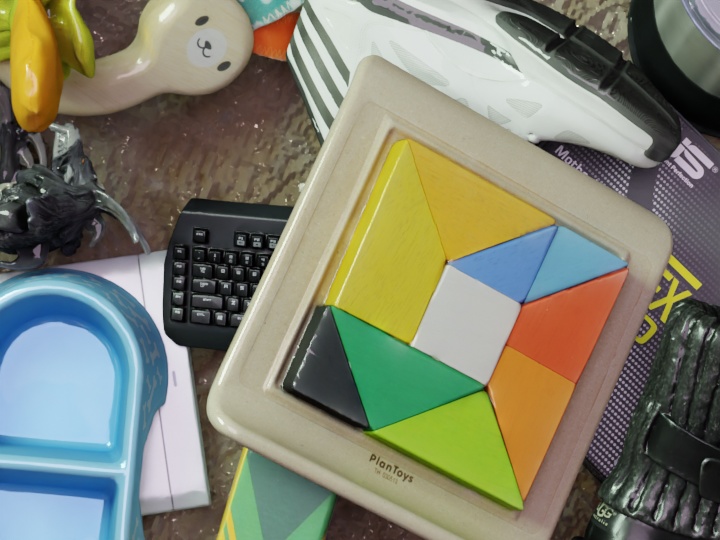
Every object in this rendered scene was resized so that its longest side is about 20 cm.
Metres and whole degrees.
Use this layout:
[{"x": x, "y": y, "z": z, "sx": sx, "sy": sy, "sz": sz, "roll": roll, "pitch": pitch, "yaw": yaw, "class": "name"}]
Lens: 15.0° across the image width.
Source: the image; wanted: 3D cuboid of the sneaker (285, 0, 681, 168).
[{"x": 0.054, "y": -0.081, "z": 1.368, "sx": 0.200, "sy": 0.076, "sz": 0.115, "roll": 31, "pitch": 111, "yaw": 6, "class": "sneaker"}]

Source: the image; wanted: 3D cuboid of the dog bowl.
[{"x": -0.156, "y": 0.097, "z": 1.352, "sx": 0.111, "sy": 0.050, "sz": 0.200, "roll": 5, "pitch": 85, "yaw": -1, "class": "dog bowl"}]

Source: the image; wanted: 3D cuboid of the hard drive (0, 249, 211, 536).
[{"x": -0.184, "y": 0.068, "z": 1.392, "sx": 0.200, "sy": 0.027, "sz": 0.132, "roll": -8, "pitch": 85, "yaw": -1, "class": "hard drive"}]

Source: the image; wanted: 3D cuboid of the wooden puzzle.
[{"x": 0.044, "y": 0.023, "z": 1.286, "sx": 0.185, "sy": 0.037, "sz": 0.200, "roll": 28, "pitch": 73, "yaw": -19, "class": "wooden puzzle"}]

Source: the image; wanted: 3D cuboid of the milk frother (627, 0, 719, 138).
[{"x": 0.155, "y": -0.163, "z": 1.339, "sx": 0.200, "sy": 0.188, "sz": 0.181, "roll": -3, "pitch": 83, "yaw": -1, "class": "milk frother"}]

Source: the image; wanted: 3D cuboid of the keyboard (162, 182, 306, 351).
[{"x": 0.000, "y": 0.000, "z": 1.347, "sx": 0.200, "sy": 0.040, "sz": 0.104, "roll": 5, "pitch": 102, "yaw": 6, "class": "keyboard"}]

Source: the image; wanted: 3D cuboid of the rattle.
[{"x": -0.083, "y": -0.114, "z": 1.318, "sx": 0.200, "sy": 0.143, "sz": 0.130, "roll": 16, "pitch": 94, "yaw": -28, "class": "rattle"}]

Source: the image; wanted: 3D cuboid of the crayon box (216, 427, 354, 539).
[{"x": -0.050, "y": 0.154, "z": 1.335, "sx": 0.051, "sy": 0.126, "sz": 0.200, "roll": 18, "pitch": 85, "yaw": 1, "class": "crayon box"}]

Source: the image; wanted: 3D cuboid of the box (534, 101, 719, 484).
[{"x": 0.146, "y": 0.019, "z": 1.392, "sx": 0.160, "sy": 0.044, "sz": 0.200, "roll": -45, "pitch": 86, "yaw": -4, "class": "box"}]

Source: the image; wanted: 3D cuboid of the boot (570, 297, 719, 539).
[{"x": 0.210, "y": 0.117, "z": 1.327, "sx": 0.211, "sy": 0.079, "sz": 0.158, "roll": 24, "pitch": 95, "yaw": -25, "class": "boot"}]

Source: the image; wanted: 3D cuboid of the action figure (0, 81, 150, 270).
[{"x": -0.202, "y": -0.054, "z": 1.362, "sx": 0.200, "sy": 0.119, "sz": 0.102, "roll": 4, "pitch": 89, "yaw": 5, "class": "action figure"}]
